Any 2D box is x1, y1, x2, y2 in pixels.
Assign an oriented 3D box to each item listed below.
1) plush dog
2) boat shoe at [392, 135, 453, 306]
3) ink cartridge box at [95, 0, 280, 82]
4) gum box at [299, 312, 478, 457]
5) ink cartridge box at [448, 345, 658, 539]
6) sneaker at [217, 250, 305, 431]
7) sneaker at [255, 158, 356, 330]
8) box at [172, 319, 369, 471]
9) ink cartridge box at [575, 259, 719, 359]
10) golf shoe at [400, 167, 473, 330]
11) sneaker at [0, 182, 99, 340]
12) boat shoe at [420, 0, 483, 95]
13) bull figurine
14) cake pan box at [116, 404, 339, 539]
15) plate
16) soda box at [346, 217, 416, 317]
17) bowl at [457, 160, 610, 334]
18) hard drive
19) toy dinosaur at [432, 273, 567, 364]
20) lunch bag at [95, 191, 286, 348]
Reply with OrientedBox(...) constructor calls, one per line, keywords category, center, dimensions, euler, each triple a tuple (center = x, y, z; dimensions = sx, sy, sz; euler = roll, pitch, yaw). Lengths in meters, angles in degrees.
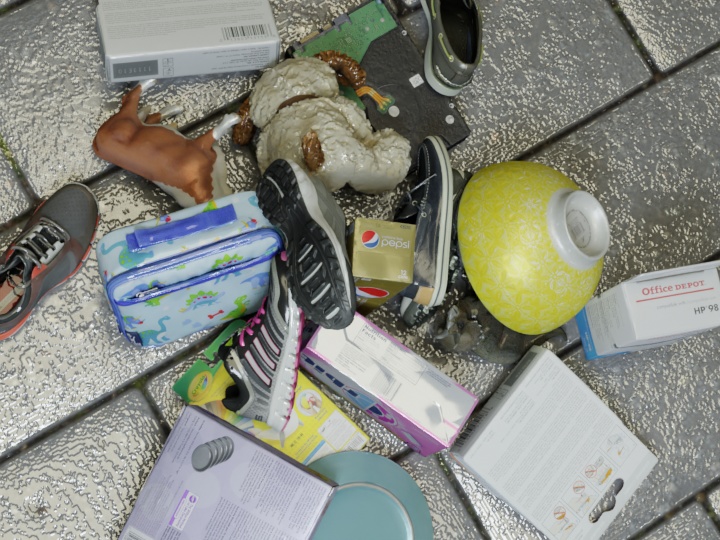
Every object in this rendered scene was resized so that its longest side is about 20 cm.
OrientedBox(category="plush dog", center=(-0.064, -0.160, 1.595), dimensions=(0.199, 0.161, 0.173), euler=(-26, 60, 4))
OrientedBox(category="boat shoe", center=(0.065, -0.059, 1.585), dimensions=(0.062, 0.075, 0.202), euler=(7, 70, -7))
OrientedBox(category="ink cartridge box", center=(-0.205, -0.297, 1.654), dimensions=(0.198, 0.044, 0.174), euler=(-7, 50, -13))
OrientedBox(category="gum box", center=(0.020, 0.117, 1.576), dimensions=(0.199, 0.114, 0.066), euler=(36, 73, -2))
OrientedBox(category="ink cartridge box", center=(0.221, 0.209, 1.635), dimensions=(0.200, 0.050, 0.162), euler=(44, 79, -19))
OrientedBox(category="sneaker", center=(-0.105, 0.073, 1.505), dimensions=(0.087, 0.074, 0.202), euler=(8, 113, 0))
OrientedBox(category="sneaker", center=(-0.038, -0.028, 1.450), dimensions=(0.079, 0.074, 0.201), euler=(15, 43, -42))
OrientedBox(category="box", center=(-0.101, 0.160, 1.579), dimensions=(0.200, 0.048, 0.117), euler=(44, 75, -1))
OrientedBox(category="ink cartridge box", center=(0.329, 0.046, 1.607), dimensions=(0.115, 0.200, 0.067), euler=(-9, 81, -13))
OrientedBox(category="golf shoe", center=(0.078, -0.028, 1.651), dimensions=(0.087, 0.077, 0.201), euler=(20, 69, 12))
OrientedBox(category="sneaker", center=(-0.347, -0.012, 1.549), dimensions=(0.077, 0.082, 0.201), euler=(32, 74, -3))
OrientedBox(category="boat shoe", center=(0.111, -0.307, 1.697), dimensions=(0.072, 0.060, 0.203), euler=(11, 64, -24))
OrientedBox(category="bull figurine", center=(-0.201, -0.130, 1.593), dimensions=(0.199, 0.065, 0.122), euler=(28, 69, 14))
OrientedBox(category="cake pan box", center=(-0.146, 0.270, 1.504), dimensions=(0.183, 0.052, 0.201), euler=(26, 88, 11))
OrientedBox(category="plate", center=(-0.008, 0.296, 1.552), dimensions=(0.198, 0.026, 0.202), euler=(0, 89, -22))
OrientedBox(category="soda box", center=(0.000, 0.000, 1.552), dimensions=(0.067, 0.200, 0.065), euler=(7, 77, -13))
OrientedBox(category="bowl", center=(0.213, -0.037, 1.607), dimensions=(0.199, 0.107, 0.202), euler=(15, 66, -38))
OrientedBox(category="hard drive", center=(0.019, -0.207, 1.686), dimensions=(0.139, 0.038, 0.201), euler=(-32, 86, -16))
OrientedBox(category="toy dinosaur", center=(0.150, 0.064, 1.642), dimensions=(0.199, 0.077, 0.103), euler=(25, 75, -38))
OrientedBox(category="lunch bag", center=(-0.177, -0.002, 1.530), dimensions=(0.198, 0.161, 0.083), euler=(-17, 60, -9))
